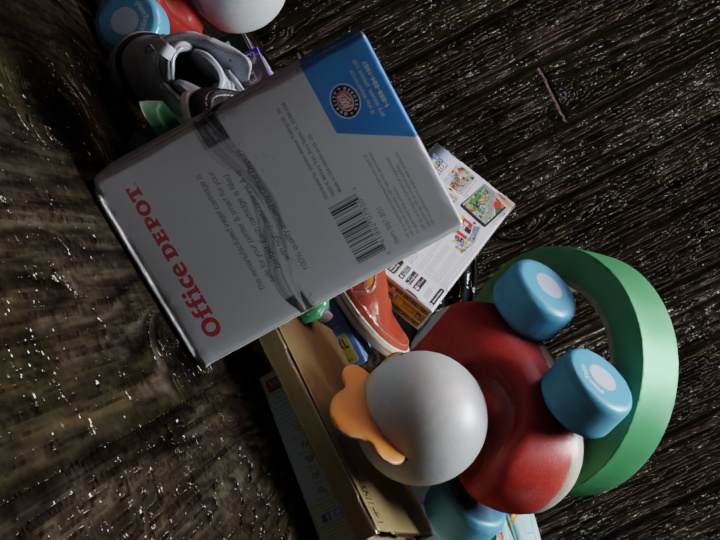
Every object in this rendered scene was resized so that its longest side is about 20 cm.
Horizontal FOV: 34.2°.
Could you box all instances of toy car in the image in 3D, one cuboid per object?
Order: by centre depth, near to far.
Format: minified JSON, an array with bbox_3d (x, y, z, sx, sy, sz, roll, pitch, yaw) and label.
[{"bbox_3d":[0.056,0.095,0.870,0.200,0.184,0.177,11,42,-39],"label":"toy car"},{"bbox_3d":[-0.145,-0.273,1.089,0.177,0.200,0.184,63,4,10],"label":"toy car"}]

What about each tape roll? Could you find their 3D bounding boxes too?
[{"bbox_3d":[0.161,0.082,0.954,0.048,0.200,0.201,10,42,-39],"label":"tape roll"}]

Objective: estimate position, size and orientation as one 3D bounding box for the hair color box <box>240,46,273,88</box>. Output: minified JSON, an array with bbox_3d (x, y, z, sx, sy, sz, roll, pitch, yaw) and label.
[{"bbox_3d":[-0.110,-0.134,1.254,0.065,0.109,0.200,65,4,34],"label":"hair color box"}]

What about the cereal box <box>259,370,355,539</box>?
[{"bbox_3d":[-0.009,0.183,0.942,0.144,0.040,0.200,51,12,-56],"label":"cereal box"}]

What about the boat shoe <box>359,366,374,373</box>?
[{"bbox_3d":[0.039,0.142,1.093,0.068,0.072,0.200,28,-9,-41],"label":"boat shoe"}]

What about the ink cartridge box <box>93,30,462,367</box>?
[{"bbox_3d":[-0.055,-0.051,0.792,0.145,0.200,0.084,61,2,-14],"label":"ink cartridge box"}]

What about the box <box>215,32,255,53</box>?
[{"bbox_3d":[-0.126,-0.175,1.463,0.200,0.086,0.164,64,5,14],"label":"box"}]

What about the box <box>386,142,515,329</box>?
[{"bbox_3d":[0.069,-0.040,1.193,0.110,0.035,0.200,39,48,3],"label":"box"}]

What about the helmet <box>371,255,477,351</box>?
[{"bbox_3d":[0.017,0.001,1.314,0.200,0.191,0.200,-34,130,-54],"label":"helmet"}]

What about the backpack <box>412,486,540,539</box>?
[{"bbox_3d":[0.088,0.254,1.062,0.127,0.167,0.200,41,19,-32],"label":"backpack"}]

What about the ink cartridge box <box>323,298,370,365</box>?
[{"bbox_3d":[-0.067,0.006,1.138,0.200,0.076,0.136,61,4,-4],"label":"ink cartridge box"}]

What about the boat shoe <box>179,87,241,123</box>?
[{"bbox_3d":[-0.063,-0.102,0.903,0.200,0.060,0.074,22,54,-60],"label":"boat shoe"}]

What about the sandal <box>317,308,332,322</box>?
[{"bbox_3d":[-0.084,-0.030,0.987,0.203,0.050,0.082,42,5,38],"label":"sandal"}]

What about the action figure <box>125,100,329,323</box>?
[{"bbox_3d":[-0.095,-0.036,0.894,0.200,0.055,0.118,45,2,16],"label":"action figure"}]

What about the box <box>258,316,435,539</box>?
[{"bbox_3d":[-0.013,0.120,0.915,0.200,0.021,0.163,62,9,20],"label":"box"}]

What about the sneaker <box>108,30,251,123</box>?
[{"bbox_3d":[-0.112,-0.125,0.966,0.200,0.075,0.115,39,-13,-23],"label":"sneaker"}]

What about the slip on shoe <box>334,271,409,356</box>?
[{"bbox_3d":[0.000,0.000,1.085,0.200,0.061,0.074,61,6,-21],"label":"slip on shoe"}]
